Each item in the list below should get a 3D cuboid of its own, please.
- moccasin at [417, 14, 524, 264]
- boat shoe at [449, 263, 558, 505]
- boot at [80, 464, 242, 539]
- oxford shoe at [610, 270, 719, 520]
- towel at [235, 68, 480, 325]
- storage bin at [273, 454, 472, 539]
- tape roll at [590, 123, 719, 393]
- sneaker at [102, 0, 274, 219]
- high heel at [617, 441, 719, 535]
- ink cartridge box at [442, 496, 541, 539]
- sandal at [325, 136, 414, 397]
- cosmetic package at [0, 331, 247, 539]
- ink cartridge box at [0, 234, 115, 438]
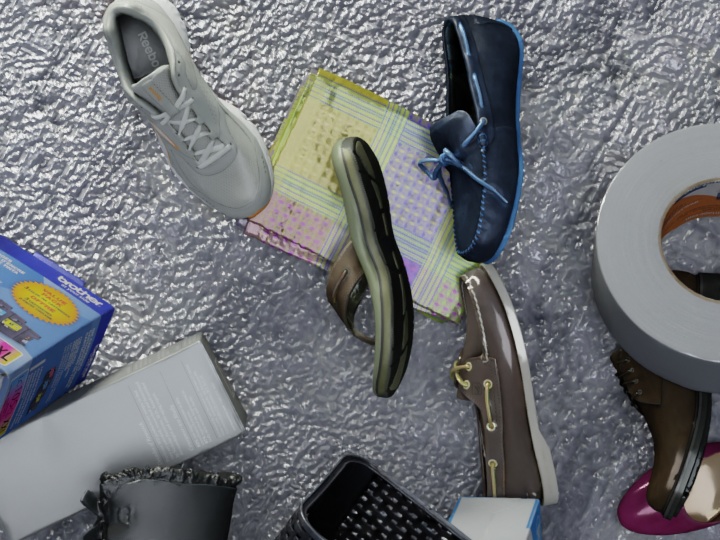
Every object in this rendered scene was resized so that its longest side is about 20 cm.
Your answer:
[{"bbox_3d":[0.080,-0.101,1.590,0.068,0.080,0.201,14,62,-26],"label":"moccasin"},{"bbox_3d":[0.104,0.094,1.618,0.059,0.072,0.201,-15,101,-3],"label":"boat shoe"},{"bbox_3d":[-0.110,0.227,1.510,0.197,0.073,0.163,4,82,-10],"label":"boot"},{"bbox_3d":[0.234,0.096,1.619,0.084,0.073,0.201,7,69,2],"label":"oxford shoe"},{"bbox_3d":[0.015,-0.059,1.632,0.199,0.023,0.144,25,90,-5],"label":"towel"},{"bbox_3d":[0.028,0.240,1.451,0.200,0.135,0.094,38,113,5],"label":"storage bin"},{"bbox_3d":[0.278,-0.010,1.587,0.199,0.066,0.201,-1,65,2],"label":"tape roll"},{"bbox_3d":[-0.140,-0.122,1.579,0.076,0.092,0.200,-34,92,11],"label":"sneaker"},{"bbox_3d":[0.301,0.165,1.620,0.199,0.096,0.068,-22,93,-3],"label":"high heel"},{"bbox_3d":[0.103,0.287,1.580,0.067,0.116,0.201,0,106,13],"label":"ink cartridge box"},{"bbox_3d":[0.000,-0.001,1.592,0.057,0.080,0.202,-13,87,14],"label":"sandal"},{"bbox_3d":[-0.193,0.126,1.584,0.199,0.107,0.090,-28,94,0],"label":"cosmetic package"},{"bbox_3d":[-0.278,0.041,1.540,0.136,0.200,0.077,31,113,9],"label":"ink cartridge box"}]
